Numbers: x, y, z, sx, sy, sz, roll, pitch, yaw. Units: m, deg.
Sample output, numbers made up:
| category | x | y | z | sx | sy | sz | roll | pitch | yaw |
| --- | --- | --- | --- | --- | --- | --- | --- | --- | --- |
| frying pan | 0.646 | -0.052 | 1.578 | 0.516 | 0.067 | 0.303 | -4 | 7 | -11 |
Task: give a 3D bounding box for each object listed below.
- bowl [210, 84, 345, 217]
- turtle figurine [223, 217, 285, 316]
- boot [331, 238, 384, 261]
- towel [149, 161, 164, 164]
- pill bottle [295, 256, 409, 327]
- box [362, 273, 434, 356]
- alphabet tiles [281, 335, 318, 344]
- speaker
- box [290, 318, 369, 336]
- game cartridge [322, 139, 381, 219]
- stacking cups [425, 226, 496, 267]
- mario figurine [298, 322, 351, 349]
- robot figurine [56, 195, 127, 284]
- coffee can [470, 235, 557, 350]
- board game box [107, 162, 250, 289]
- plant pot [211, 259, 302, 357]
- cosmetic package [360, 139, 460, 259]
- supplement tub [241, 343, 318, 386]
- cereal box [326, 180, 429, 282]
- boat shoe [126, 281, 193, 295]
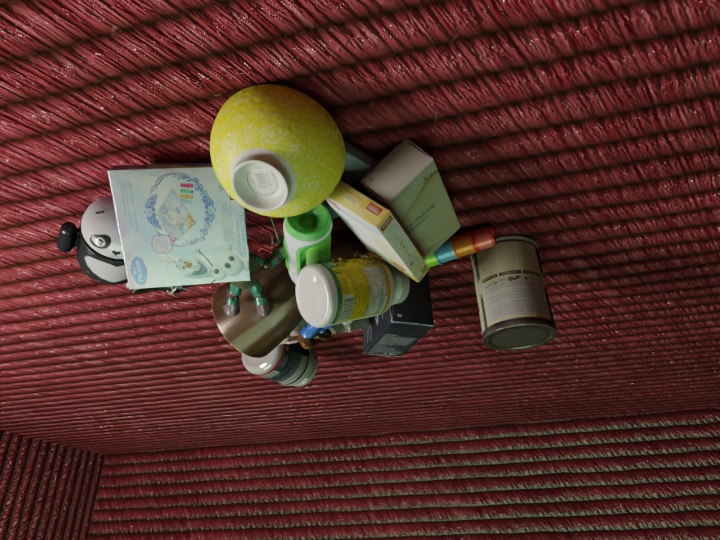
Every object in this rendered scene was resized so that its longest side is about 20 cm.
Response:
| category | x | y | z | sx | sy | sz | roll | pitch | yaw |
| --- | --- | --- | --- | --- | --- | --- | --- | --- | --- |
| bowl | -0.127 | -0.146 | 0.715 | 0.199 | 0.108 | 0.201 | 5 | 130 | 6 |
| turtle figurine | -0.220 | -0.008 | 0.960 | 0.149 | 0.101 | 0.201 | 10 | 118 | 11 |
| boot | 0.000 | 0.000 | 1.089 | 0.154 | 0.074 | 0.200 | -15 | 150 | 16 |
| towel | -0.309 | -0.115 | 0.915 | 0.143 | 0.023 | 0.200 | 8 | 150 | -15 |
| pill bottle | -0.008 | 0.033 | 0.925 | 0.199 | 0.113 | 0.113 | -8 | 160 | -38 |
| box | 0.081 | 0.099 | 1.190 | 0.104 | 0.149 | 0.200 | 8 | 150 | -16 |
| alphabet tiles | -0.111 | 0.158 | 1.305 | 0.199 | 0.015 | 0.196 | -13 | -176 | 9 |
| speaker | -0.095 | -0.041 | 0.925 | 0.088 | 0.089 | 0.200 | 1 | 151 | -4 |
| box | -0.082 | 0.114 | 1.225 | 0.199 | 0.069 | 0.082 | -10 | -177 | 39 |
| game cartridge | -0.060 | -0.145 | 0.862 | 0.133 | 0.041 | 0.200 | 26 | 141 | -34 |
| stacking cups | 0.175 | -0.042 | 1.035 | 0.199 | 0.061 | 0.060 | -18 | 147 | 25 |
| mario figurine | -0.056 | 0.100 | 1.057 | 0.106 | 0.124 | 0.200 | 25 | 133 | -10 |
| robot figurine | -0.445 | -0.049 | 0.919 | 0.125 | 0.150 | 0.200 | 48 | 139 | -1 |
| coffee can | 0.316 | 0.049 | 1.059 | 0.146 | 0.201 | 0.147 | -1 | 152 | -1 |
| board game box | -0.289 | -0.074 | 0.832 | 0.198 | 0.043 | 0.201 | -4 | 113 | -12 |
| plant pot | -0.186 | 0.060 | 1.106 | 0.200 | 0.187 | 0.187 | -34 | 140 | 20 |
| cosmetic package | 0.091 | -0.110 | 0.853 | 0.104 | 0.073 | 0.200 | -43 | 146 | -1 |
| supplement tub | -0.227 | 0.249 | 1.452 | 0.140 | 0.141 | 0.200 | -17 | 147 | 26 |
| cereal box | 0.027 | -0.066 | 0.848 | 0.040 | 0.144 | 0.200 | -50 | 145 | -5 |
| boat shoe | -0.360 | 0.015 | 1.009 | 0.200 | 0.061 | 0.074 | -21 | 173 | -45 |
